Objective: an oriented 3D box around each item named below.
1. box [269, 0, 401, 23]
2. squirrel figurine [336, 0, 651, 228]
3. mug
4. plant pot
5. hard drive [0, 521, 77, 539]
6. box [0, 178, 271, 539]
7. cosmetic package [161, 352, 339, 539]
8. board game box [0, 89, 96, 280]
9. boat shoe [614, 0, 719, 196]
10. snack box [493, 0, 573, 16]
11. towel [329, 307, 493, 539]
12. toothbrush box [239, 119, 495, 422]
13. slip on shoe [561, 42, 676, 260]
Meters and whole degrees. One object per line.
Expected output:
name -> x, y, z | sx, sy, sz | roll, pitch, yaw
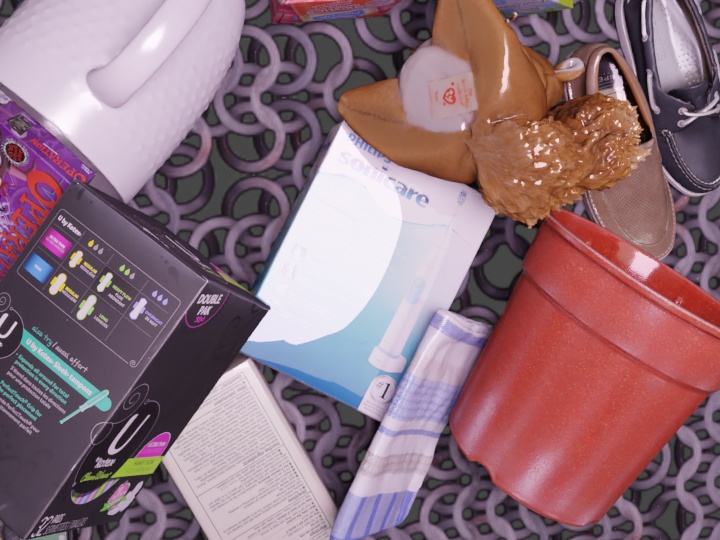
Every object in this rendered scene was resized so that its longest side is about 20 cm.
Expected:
box -> -0.028, -0.303, 0.750 | 0.099, 0.095, 0.202 | -7, 96, -11
squirrel figurine -> 0.119, -0.120, 0.747 | 0.200, 0.186, 0.142 | 47, 116, 17
mug -> -0.162, -0.160, 0.687 | 0.148, 0.200, 0.176 | 44, 76, -22
plant pot -> 0.181, 0.082, 0.768 | 0.200, 0.201, 0.196 | 27, 106, -11
hard drive -> -0.299, 0.216, 0.772 | 0.138, 0.038, 0.202 | -2, 94, -10
box -> -0.183, 0.064, 0.670 | 0.124, 0.149, 0.201 | 35, 88, 14
cosmetic package -> -0.087, 0.176, 0.789 | 0.103, 0.073, 0.201 | -29, 99, -6
board game box -> -0.284, -0.048, 0.696 | 0.120, 0.032, 0.200 | 39, 130, -13
boat shoe -> 0.278, -0.159, 0.835 | 0.075, 0.060, 0.201 | -27, 99, -7
snack box -> 0.092, -0.299, 0.735 | 0.199, 0.067, 0.170 | -4, 96, -49
towel -> 0.047, 0.126, 0.781 | 0.024, 0.147, 0.201 | 26, 91, 21
toothbrush box -> 0.000, 0.000, 0.785 | 0.145, 0.085, 0.201 | 26, 90, -10
slip on shoe -> 0.230, -0.100, 0.830 | 0.075, 0.061, 0.202 | -18, 97, -8
